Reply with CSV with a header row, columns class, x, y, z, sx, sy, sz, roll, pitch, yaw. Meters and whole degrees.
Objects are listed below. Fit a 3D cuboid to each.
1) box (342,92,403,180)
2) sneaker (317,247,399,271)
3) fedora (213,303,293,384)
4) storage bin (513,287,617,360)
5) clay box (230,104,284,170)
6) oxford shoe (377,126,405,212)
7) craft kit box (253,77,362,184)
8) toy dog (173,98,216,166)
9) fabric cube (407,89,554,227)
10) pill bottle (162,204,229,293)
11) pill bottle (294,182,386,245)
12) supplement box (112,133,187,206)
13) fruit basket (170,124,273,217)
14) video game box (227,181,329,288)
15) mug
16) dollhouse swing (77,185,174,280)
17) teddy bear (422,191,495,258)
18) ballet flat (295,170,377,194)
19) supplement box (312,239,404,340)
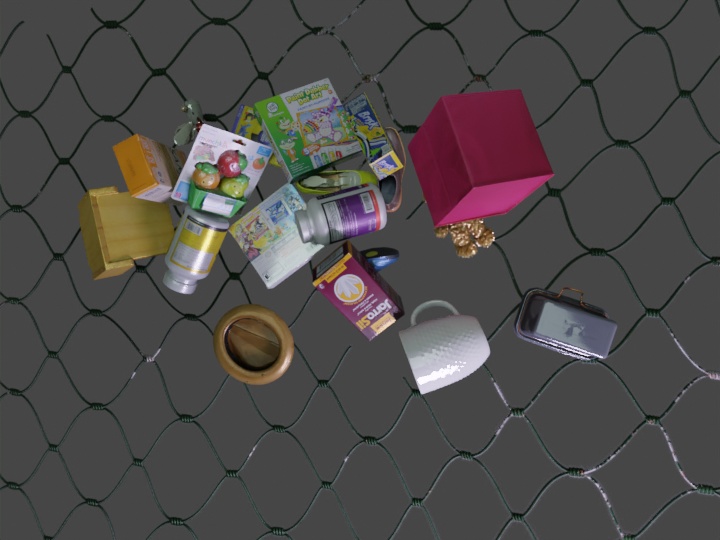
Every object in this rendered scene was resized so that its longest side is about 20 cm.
class,x,y,z,sx,sy,sz,roll,pitch,yaw
box,0.027,-0.309,1.209,0.064,0.070,0.201,-28,59,13
sneaker,0.000,0.000,1.259,0.198,0.066,0.079,-15,111,3
fedora,-0.253,0.174,1.277,0.199,0.082,0.203,0,92,3
storage bin,0.455,0.112,1.148,0.199,0.134,0.147,19,92,7
clay box,-0.218,-0.320,1.298,0.199,0.048,0.116,20,91,9
oxford shoe,0.071,-0.243,1.241,0.071,0.073,0.202,-3,88,9
craft kit box,-0.121,-0.332,1.246,0.199,0.049,0.199,-27,84,-19
toy dog,-0.399,-0.311,1.281,0.132,0.096,0.200,-43,83,29
fabric cube,0.244,-0.232,1.111,0.195,0.200,0.201,-12,76,-20
pill bottle,-0.406,-0.050,1.282,0.111,0.112,0.201,29,103,8
pill bottle,-0.047,-0.125,1.211,0.198,0.112,0.113,-17,86,-12
supplement box,-0.479,-0.234,1.258,0.073,0.200,0.127,-23,87,11
fruit basket,-0.318,-0.223,1.229,0.200,0.184,0.094,-51,48,28
video game box,-0.194,-0.086,1.291,0.199,0.047,0.183,-35,87,6
mug,0.184,0.156,1.194,0.174,0.148,0.201,-21,56,2
dollhouse swing,-0.599,-0.102,1.357,0.181,0.175,0.202,-18,86,49
teddy bear,0.229,-0.127,1.219,0.144,0.067,0.202,-15,87,5
ballet flat,-0.060,-0.210,1.263,0.198,0.067,0.067,1,88,8
supplement box,-0.004,0.046,1.197,0.110,0.086,0.200,-39,110,13
